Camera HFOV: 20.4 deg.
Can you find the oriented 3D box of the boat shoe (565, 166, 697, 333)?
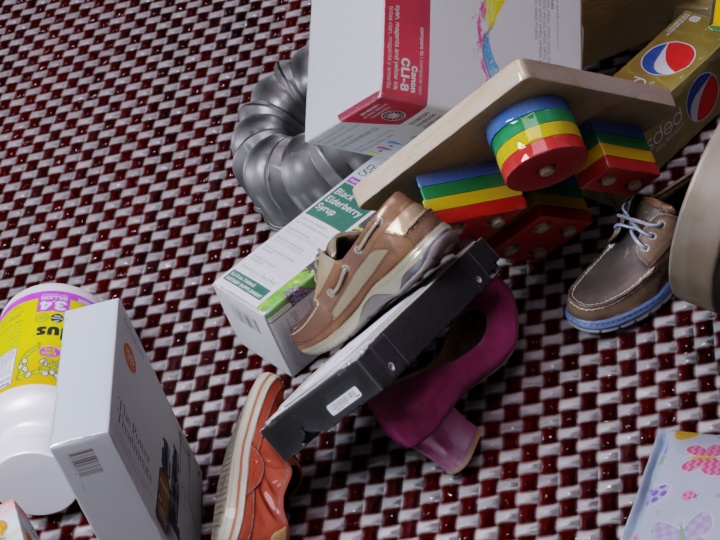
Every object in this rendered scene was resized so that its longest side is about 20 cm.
[{"bbox_3d":[0.240,-0.029,1.644,0.200,0.073,0.072,-39,41,-20],"label":"boat shoe"}]

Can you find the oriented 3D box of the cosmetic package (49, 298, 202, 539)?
[{"bbox_3d":[-0.175,0.145,1.529,0.051,0.200,0.151,-15,39,7],"label":"cosmetic package"}]

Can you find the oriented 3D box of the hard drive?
[{"bbox_3d":[0.018,0.059,1.578,0.140,0.038,0.200,-38,2,45],"label":"hard drive"}]

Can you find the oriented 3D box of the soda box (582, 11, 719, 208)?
[{"bbox_3d":[0.260,-0.145,1.781,0.068,0.064,0.200,24,57,42],"label":"soda box"}]

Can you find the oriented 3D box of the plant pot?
[{"bbox_3d":[0.358,-0.035,1.526,0.173,0.200,0.200,26,56,24],"label":"plant pot"}]

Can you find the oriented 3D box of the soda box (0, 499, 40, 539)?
[{"bbox_3d":[-0.346,0.261,1.584,0.199,0.064,0.068,-25,38,-3],"label":"soda box"}]

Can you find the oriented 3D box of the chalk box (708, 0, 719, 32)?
[{"bbox_3d":[0.421,-0.257,1.754,0.199,0.125,0.124,-2,13,-41],"label":"chalk box"}]

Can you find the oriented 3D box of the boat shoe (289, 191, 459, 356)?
[{"bbox_3d":[0.000,0.000,1.610,0.200,0.072,0.076,-41,0,42],"label":"boat shoe"}]

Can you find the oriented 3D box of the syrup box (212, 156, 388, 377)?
[{"bbox_3d":[-0.020,-0.008,1.737,0.200,0.082,0.079,-40,42,-20],"label":"syrup box"}]

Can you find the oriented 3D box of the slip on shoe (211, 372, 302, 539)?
[{"bbox_3d":[-0.077,0.157,1.590,0.061,0.074,0.200,16,34,-8],"label":"slip on shoe"}]

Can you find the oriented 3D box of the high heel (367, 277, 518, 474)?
[{"bbox_3d":[0.064,0.062,1.595,0.067,0.096,0.200,-26,32,46],"label":"high heel"}]

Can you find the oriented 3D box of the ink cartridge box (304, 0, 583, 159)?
[{"bbox_3d":[0.073,-0.176,1.716,0.145,0.199,0.145,-26,59,59],"label":"ink cartridge box"}]

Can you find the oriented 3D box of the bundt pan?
[{"bbox_3d":[-0.040,-0.134,1.855,0.201,0.076,0.202,-23,46,26],"label":"bundt pan"}]

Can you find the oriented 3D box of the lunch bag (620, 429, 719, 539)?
[{"bbox_3d":[0.257,0.209,1.312,0.169,0.128,0.200,0,33,23],"label":"lunch bag"}]

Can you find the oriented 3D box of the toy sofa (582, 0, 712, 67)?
[{"bbox_3d":[0.233,-0.246,1.853,0.200,0.083,0.098,-23,40,-32],"label":"toy sofa"}]

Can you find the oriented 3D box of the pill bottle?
[{"bbox_3d":[-0.265,0.110,1.694,0.104,0.104,0.200,-14,39,10],"label":"pill bottle"}]

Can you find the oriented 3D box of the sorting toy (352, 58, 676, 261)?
[{"bbox_3d":[0.134,-0.077,1.624,0.200,0.198,0.070,-37,62,37],"label":"sorting toy"}]
